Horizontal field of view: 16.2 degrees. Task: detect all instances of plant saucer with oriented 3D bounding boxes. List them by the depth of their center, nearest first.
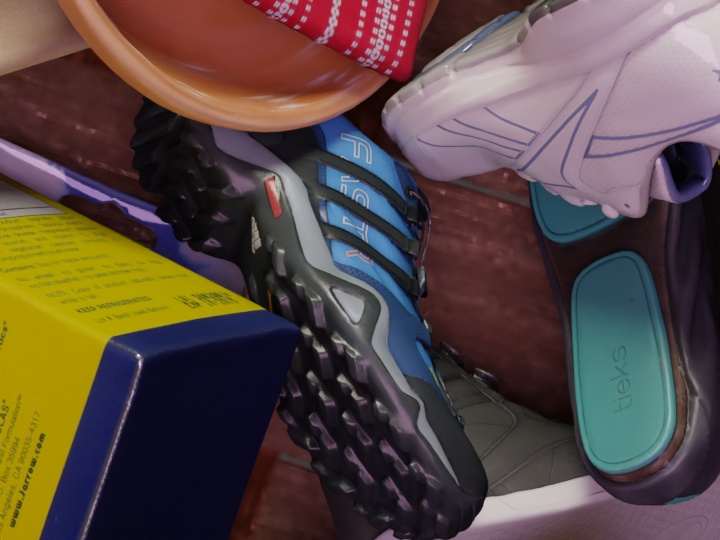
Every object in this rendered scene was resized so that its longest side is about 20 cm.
[{"bbox_3d":[-0.046,-0.148,0.882,0.199,0.037,0.202,2,88,-43],"label":"plant saucer"}]

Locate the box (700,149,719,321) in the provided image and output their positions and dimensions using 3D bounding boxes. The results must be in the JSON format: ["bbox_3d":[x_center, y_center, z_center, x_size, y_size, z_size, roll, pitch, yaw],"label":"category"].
[{"bbox_3d":[0.209,-0.035,0.918,0.192,0.047,0.201,-16,104,-27],"label":"box"}]

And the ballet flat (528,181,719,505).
[{"bbox_3d":[0.103,-0.005,0.936,0.072,0.073,0.201,-4,64,-1],"label":"ballet flat"}]

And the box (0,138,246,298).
[{"bbox_3d":[-0.128,0.056,0.972,0.121,0.048,0.201,22,102,-7],"label":"box"}]

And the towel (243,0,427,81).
[{"bbox_3d":[-0.035,-0.167,0.854,0.199,0.022,0.146,27,72,-40],"label":"towel"}]

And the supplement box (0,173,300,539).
[{"bbox_3d":[-0.141,0.031,0.863,0.199,0.109,0.110,27,105,23],"label":"supplement box"}]

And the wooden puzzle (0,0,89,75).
[{"bbox_3d":[-0.125,-0.173,0.861,0.037,0.185,0.201,-2,104,29],"label":"wooden puzzle"}]

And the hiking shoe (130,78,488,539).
[{"bbox_3d":[0.000,0.000,0.902,0.086,0.074,0.201,-21,71,-29],"label":"hiking shoe"}]

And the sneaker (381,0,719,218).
[{"bbox_3d":[0.073,-0.053,0.873,0.074,0.200,0.087,-36,96,-25],"label":"sneaker"}]

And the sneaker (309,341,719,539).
[{"bbox_3d":[0.069,0.068,0.970,0.199,0.099,0.071,-6,137,-30],"label":"sneaker"}]
